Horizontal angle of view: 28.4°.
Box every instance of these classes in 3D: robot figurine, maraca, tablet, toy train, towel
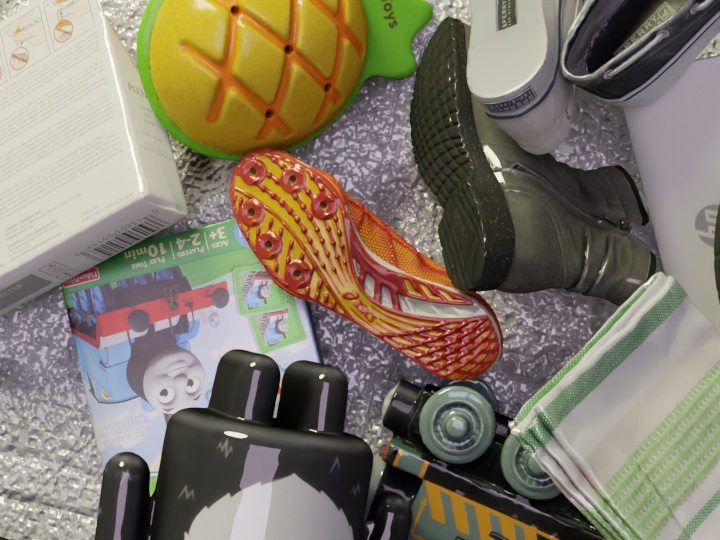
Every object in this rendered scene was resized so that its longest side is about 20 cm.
[{"bbox_3d":[-0.059,0.149,0.808,0.149,0.125,0.202,9,86,20],"label":"robot figurine"},{"bbox_3d":[-0.045,-0.148,0.887,0.199,0.107,0.138,-27,114,-19],"label":"maraca"},{"bbox_3d":[0.233,-0.030,0.841,0.129,0.014,0.201,-7,107,35],"label":"tablet"},{"bbox_3d":[0.096,0.141,0.863,0.199,0.085,0.115,23,95,5],"label":"toy train"},{"bbox_3d":[0.189,0.109,0.743,0.200,0.031,0.149,47,57,6],"label":"towel"}]

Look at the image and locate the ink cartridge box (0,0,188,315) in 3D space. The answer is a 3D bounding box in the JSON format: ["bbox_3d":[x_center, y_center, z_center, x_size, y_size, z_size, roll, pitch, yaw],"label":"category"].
[{"bbox_3d":[-0.204,-0.091,0.901,0.160,0.050,0.201,-26,64,21],"label":"ink cartridge box"}]

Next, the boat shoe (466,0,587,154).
[{"bbox_3d":[0.110,-0.153,0.880,0.071,0.070,0.201,-17,43,25],"label":"boat shoe"}]

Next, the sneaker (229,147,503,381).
[{"bbox_3d":[0.000,0.000,0.880,0.200,0.077,0.073,40,96,-2],"label":"sneaker"}]

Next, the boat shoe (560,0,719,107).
[{"bbox_3d":[0.185,-0.178,0.788,0.200,0.068,0.072,-48,58,24],"label":"boat shoe"}]

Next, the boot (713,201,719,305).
[{"bbox_3d":[0.285,0.035,0.784,0.153,0.073,0.205,0,66,-32],"label":"boot"}]

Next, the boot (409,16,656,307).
[{"bbox_3d":[0.107,-0.063,0.891,0.130,0.068,0.201,6,57,-24],"label":"boot"}]

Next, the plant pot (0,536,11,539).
[{"bbox_3d":[-0.240,0.261,0.816,0.199,0.200,0.178,-25,72,0],"label":"plant pot"}]

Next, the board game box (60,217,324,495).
[{"bbox_3d":[-0.095,0.075,0.898,0.150,0.037,0.201,-15,84,1],"label":"board game box"}]
